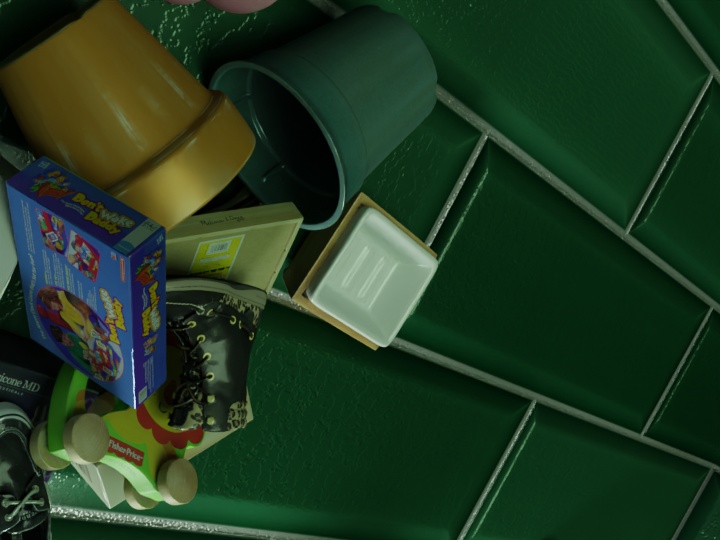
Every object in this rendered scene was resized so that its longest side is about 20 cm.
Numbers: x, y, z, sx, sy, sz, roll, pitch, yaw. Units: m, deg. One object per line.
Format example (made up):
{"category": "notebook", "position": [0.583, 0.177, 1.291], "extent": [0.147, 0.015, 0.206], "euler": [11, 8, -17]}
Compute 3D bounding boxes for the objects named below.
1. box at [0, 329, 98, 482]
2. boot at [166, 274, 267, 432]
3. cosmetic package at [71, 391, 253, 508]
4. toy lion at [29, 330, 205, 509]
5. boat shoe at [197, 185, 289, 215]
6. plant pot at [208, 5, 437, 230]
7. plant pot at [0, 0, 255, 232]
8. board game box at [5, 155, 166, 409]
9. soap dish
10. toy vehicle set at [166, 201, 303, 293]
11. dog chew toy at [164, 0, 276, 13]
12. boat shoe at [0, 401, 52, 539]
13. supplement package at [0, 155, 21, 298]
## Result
{"category": "box", "position": [-0.385, 0.164, 0.989], "extent": [0.148, 0.104, 0.201], "euler": [28, 93, -48]}
{"category": "boot", "position": [-0.166, 0.083, 0.983], "extent": [0.200, 0.073, 0.152], "euler": [13, 81, -64]}
{"category": "cosmetic package", "position": [-0.235, 0.172, 1.145], "extent": [0.199, 0.105, 0.072], "euler": [-31, 134, -31]}
{"category": "toy lion", "position": [-0.226, 0.133, 1.018], "extent": [0.200, 0.068, 0.193], "euler": [39, 45, -44]}
{"category": "boat shoe", "position": [-0.149, -0.034, 1.129], "extent": [0.202, 0.075, 0.075], "euler": [-43, 137, -17]}
{"category": "plant pot", "position": [-0.030, -0.182, 1.088], "extent": [0.196, 0.199, 0.201], "euler": [-41, 137, -32]}
{"category": "plant pot", "position": [-0.228, -0.141, 0.907], "extent": [0.200, 0.200, 0.184], "euler": [-42, 116, -18]}
{"category": "board game box", "position": [-0.235, 0.015, 0.867], "extent": [0.045, 0.134, 0.201], "euler": [-46, 158, -40]}
{"category": "soap dish", "position": [0.000, 0.000, 1.293], "extent": [0.158, 0.081, 0.200], "euler": [-57, 139, -2]}
{"category": "toy vehicle set", "position": [-0.162, -0.007, 1.038], "extent": [0.199, 0.027, 0.125], "euler": [-12, 143, -41]}
{"category": "dog chew toy", "position": [-0.159, -0.306, 0.931], "extent": [0.199, 0.124, 0.126], "euler": [-10, 120, -33]}
{"category": "boat shoe", "position": [-0.330, 0.221, 0.946], "extent": [0.071, 0.068, 0.202], "euler": [-16, 123, -38]}
{"category": "supplement package", "position": [-0.393, -0.062, 0.834], "extent": [0.199, 0.121, 0.121], "euler": [22, 96, -48]}
